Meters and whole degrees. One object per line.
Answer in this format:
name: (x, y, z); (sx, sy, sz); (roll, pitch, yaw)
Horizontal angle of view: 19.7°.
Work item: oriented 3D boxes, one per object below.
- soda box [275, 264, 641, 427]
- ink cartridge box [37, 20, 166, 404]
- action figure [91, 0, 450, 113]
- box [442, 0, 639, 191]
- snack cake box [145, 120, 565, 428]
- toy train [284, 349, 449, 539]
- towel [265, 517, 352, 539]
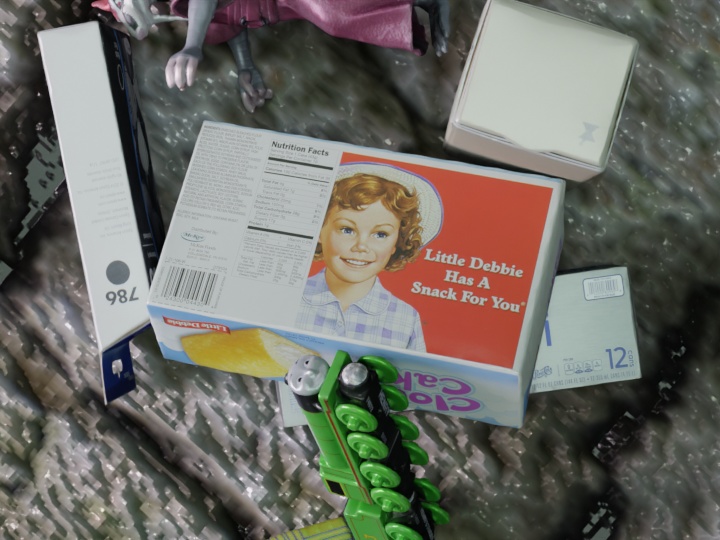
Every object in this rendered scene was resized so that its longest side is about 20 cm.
soda box: (0.052, 0.040, 1.148); (0.198, 0.068, 0.064); (-8, 91, 2)
ink cartridge box: (-0.132, -0.032, 1.133); (0.039, 0.099, 0.202); (-9, 93, 3)
action figure: (-0.051, -0.162, 1.111); (0.198, 0.134, 0.150); (3, 91, -2)
box: (0.089, -0.088, 1.077); (0.081, 0.200, 0.069); (17, 89, 0)
snack cake box: (0.000, 0.000, 1.087); (0.198, 0.067, 0.116); (11, 62, 10)
toy train: (0.004, 0.100, 1.097); (0.056, 0.201, 0.042); (13, 61, 22)
towel: (-0.079, 0.233, 1.158); (0.198, 0.023, 0.145); (-19, 86, -10)
